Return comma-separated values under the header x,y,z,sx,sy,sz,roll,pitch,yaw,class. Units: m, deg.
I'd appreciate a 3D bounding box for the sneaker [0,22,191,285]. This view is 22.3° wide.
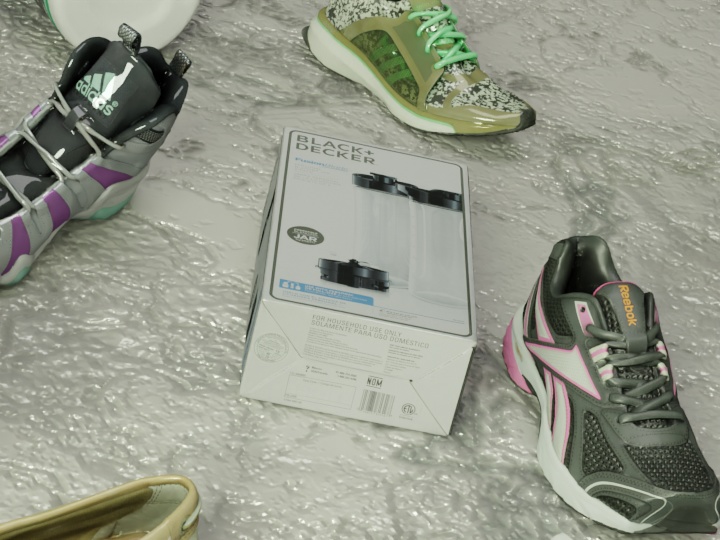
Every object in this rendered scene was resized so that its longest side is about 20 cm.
x,y,z,sx,sy,sz,roll,pitch,yaw,class
-0.158,-0.074,0.967,0.078,0.140,0.200,42,34,2,sneaker

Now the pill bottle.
x,y,z,sx,sy,sz,roll,pitch,yaw,class
-0.195,-0.238,1.272,0.112,0.114,0.200,-5,34,-30,pill bottle

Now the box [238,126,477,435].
x,y,z,sx,sy,sz,roll,pitch,yaw,class
0.000,0.000,1.001,0.116,0.060,0.200,12,29,-4,box

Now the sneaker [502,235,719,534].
x,y,z,sx,sy,sz,roll,pitch,yaw,class
0.127,0.052,0.939,0.080,0.087,0.200,-2,34,-22,sneaker

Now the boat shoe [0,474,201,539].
x,y,z,sx,sy,sz,roll,pitch,yaw,class
-0.150,0.128,0.714,0.199,0.063,0.073,-17,42,-41,boat shoe

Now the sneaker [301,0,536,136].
x,y,z,sx,sy,sz,roll,pitch,yaw,class
0.042,-0.158,1.260,0.200,0.089,0.077,33,35,30,sneaker

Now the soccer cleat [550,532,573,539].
x,y,z,sx,sy,sz,roll,pitch,yaw,class
0.168,0.160,0.795,0.198,0.069,0.085,9,34,1,soccer cleat
